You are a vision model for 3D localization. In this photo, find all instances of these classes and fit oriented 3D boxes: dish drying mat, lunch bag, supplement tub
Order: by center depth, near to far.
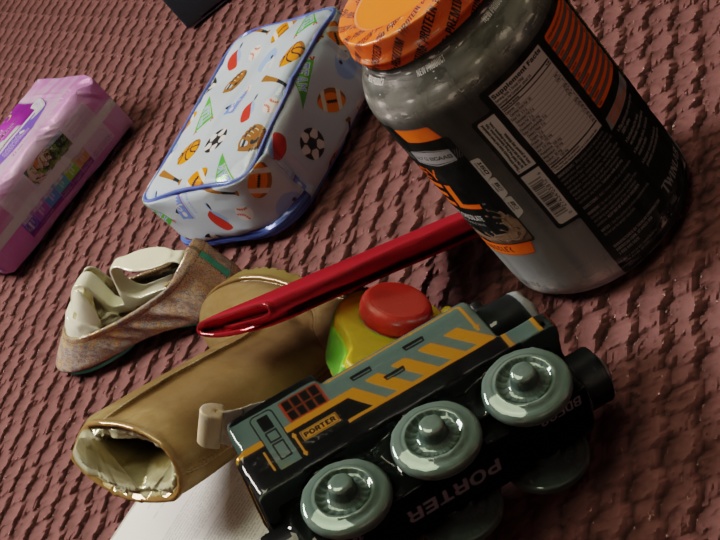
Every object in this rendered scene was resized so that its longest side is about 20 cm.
[{"bbox_3d":[0.085,-0.090,0.939,0.122,0.200,0.123,-31,30,21],"label":"supplement tub"},{"bbox_3d":[0.000,0.000,1.004,0.200,0.018,0.077,-24,5,-39],"label":"dish drying mat"},{"bbox_3d":[-0.077,-0.112,1.307,0.160,0.076,0.200,-10,44,49],"label":"lunch bag"}]

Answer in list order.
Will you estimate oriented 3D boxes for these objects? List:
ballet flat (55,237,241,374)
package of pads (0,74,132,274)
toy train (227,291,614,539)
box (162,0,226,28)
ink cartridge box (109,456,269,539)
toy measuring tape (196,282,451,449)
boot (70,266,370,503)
[{"bbox_3d":[-0.173,0.020,1.257,0.200,0.067,0.068,-23,34,33],"label":"ballet flat"},{"bbox_3d":[-0.313,-0.087,1.568,0.120,0.076,0.200,4,54,52],"label":"package of pads"},{"bbox_3d":[0.028,0.083,0.855,0.200,0.085,0.114,-31,45,-10],"label":"toy train"},{"bbox_3d":[-0.154,-0.358,1.695,0.148,0.104,0.200,-36,29,12],"label":"box"},{"bbox_3d":[-0.058,0.149,0.960,0.200,0.050,0.109,0,49,50],"label":"ink cartridge box"},{"bbox_3d":[-0.016,0.050,0.942,0.199,0.074,0.073,-14,13,-33],"label":"toy measuring tape"},{"bbox_3d":[-0.096,0.065,1.014,0.175,0.066,0.200,-5,20,46],"label":"boot"}]
